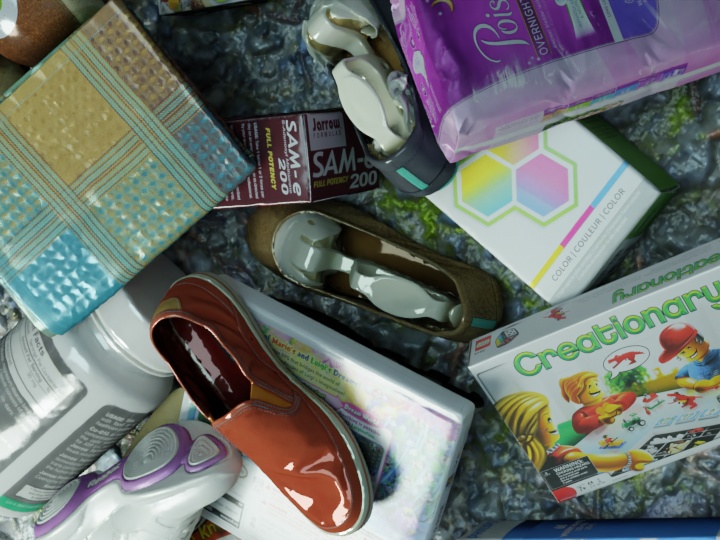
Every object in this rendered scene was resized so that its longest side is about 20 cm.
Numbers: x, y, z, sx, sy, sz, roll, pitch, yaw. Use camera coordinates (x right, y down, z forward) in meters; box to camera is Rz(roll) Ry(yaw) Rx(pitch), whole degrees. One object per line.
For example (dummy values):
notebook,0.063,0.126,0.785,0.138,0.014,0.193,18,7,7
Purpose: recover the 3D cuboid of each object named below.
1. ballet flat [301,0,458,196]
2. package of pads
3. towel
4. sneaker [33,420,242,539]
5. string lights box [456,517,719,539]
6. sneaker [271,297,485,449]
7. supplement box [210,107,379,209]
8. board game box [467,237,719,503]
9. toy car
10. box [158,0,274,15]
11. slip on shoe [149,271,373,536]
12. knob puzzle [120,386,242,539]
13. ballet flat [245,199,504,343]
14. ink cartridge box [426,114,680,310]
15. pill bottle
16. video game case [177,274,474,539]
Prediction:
ballet flat,0.004,-0.137,1.147,0.073,0.073,0.201,-34,60,22
package of pads,0.126,-0.156,1.086,0.199,0.076,0.121,-19,78,-6
towel,-0.180,-0.064,1.160,0.200,0.022,0.147,-38,95,22
sneaker,-0.137,0.168,1.232,0.199,0.075,0.100,-28,112,40
string lights box,0.169,0.218,1.163,0.199,0.059,0.104,-5,94,22
sneaker,-0.021,0.085,1.217,0.199,0.074,0.089,28,104,17
supplement box,-0.099,-0.073,1.207,0.199,0.109,0.061,-4,96,26
board game box,0.184,0.062,1.123,0.199,0.035,0.127,-24,117,23
toy car,-0.265,-0.141,1.219,0.200,0.158,0.164,-41,83,-2
box,-0.070,-0.232,1.174,0.199,0.035,0.111,0,97,51
slip on shoe,-0.067,0.093,1.149,0.074,0.061,0.200,-37,91,35
knob puzzle,-0.097,0.179,1.283,0.218,0.030,0.222,3,98,22
ballet flat,0.000,0.000,1.200,0.199,0.072,0.068,24,104,18
ink cartridge box,0.097,-0.077,1.158,0.200,0.059,0.104,42,111,13
pill bottle,-0.206,0.077,1.271,0.200,0.113,0.113,-40,81,21
video game case,-0.033,0.121,1.193,0.199,0.024,0.183,27,122,19
